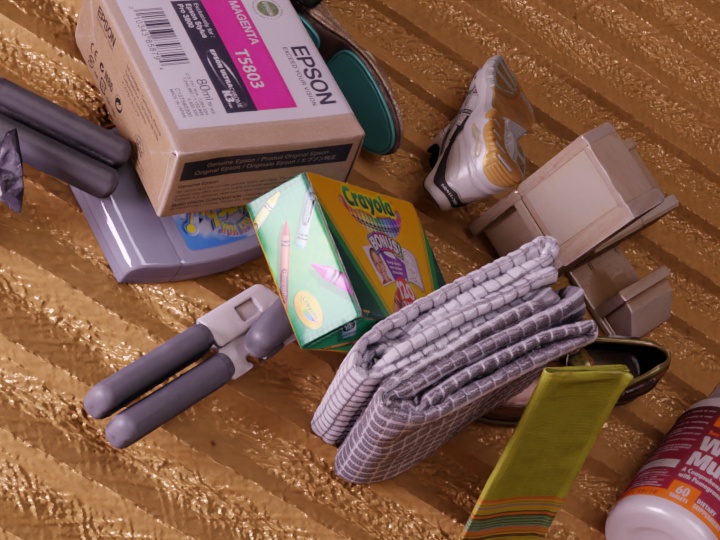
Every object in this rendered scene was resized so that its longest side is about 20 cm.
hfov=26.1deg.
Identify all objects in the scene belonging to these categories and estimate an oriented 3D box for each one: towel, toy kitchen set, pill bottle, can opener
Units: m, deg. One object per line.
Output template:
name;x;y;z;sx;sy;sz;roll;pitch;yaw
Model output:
towel;0.135;0.154;1.181;0.086;0.201;0.018;-1;37;-35
toy kitchen set;0.245;-0.038;1.346;0.200;0.180;0.164;-27;82;-37
pill bottle;0.299;0.178;1.309;0.110;0.110;0.200;47;53;-1
can opener;-0.273;-0.111;1.158;0.199;0.067;0.054;26;65;-17
can opener;-0.113;0.060;1.151;0.053;0.067;0.200;53;45;5
towel;0.072;0.077;1.173;0.199;0.166;0.086;-26;73;-21

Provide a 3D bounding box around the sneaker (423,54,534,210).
sneaker;0.099;-0.124;1.375;0.076;0.087;0.200;53;27;-18

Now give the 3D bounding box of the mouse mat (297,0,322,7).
mouse mat;-0.099;-0.312;1.356;0.200;0.008;0.161;38;29;-5

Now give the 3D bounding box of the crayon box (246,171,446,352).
crayon box;0.000;0.000;1.203;0.200;0.058;0.119;10;55;-64

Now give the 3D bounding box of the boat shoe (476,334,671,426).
boat shoe;0.172;0.083;1.312;0.199;0.068;0.072;-8;72;-31

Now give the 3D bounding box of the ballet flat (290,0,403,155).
ballet flat;-0.023;-0.189;1.345;0.200;0.070;0.065;51;36;-2

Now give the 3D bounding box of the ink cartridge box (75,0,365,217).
ink cartridge box;-0.113;-0.146;1.219;0.164;0.075;0.200;-11;56;-29

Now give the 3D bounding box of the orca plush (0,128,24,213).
orca plush;-0.342;-0.077;1.098;0.199;0.106;0.071;-14;31;-10

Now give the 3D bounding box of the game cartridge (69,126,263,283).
game cartridge;-0.126;-0.065;1.240;0.200;0.040;0.134;-21;81;-35
